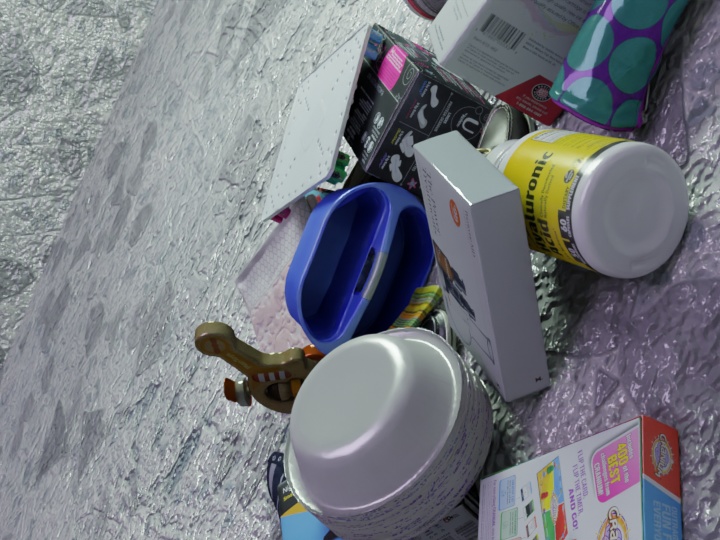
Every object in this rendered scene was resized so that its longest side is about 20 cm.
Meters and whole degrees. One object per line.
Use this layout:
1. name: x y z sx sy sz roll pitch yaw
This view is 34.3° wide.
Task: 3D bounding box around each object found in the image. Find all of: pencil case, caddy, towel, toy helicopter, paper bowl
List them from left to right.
1. toy helicopter: -0.126 0.117 1.381 0.131 0.199 0.080 -26 45 30
2. towel: -0.084 0.034 1.484 0.200 0.032 0.193 -48 55 40
3. caddy: 0.000 0.000 1.297 0.105 0.140 0.203 19 87 67
4. towel: 0.013 0.094 1.230 0.200 0.018 0.086 -49 4 -11
5. paper bowl: 0.014 0.141 1.072 0.199 0.104 0.202 -25 40 23
6. pencil case: 0.251 -0.224 1.047 0.202 0.092 0.085 -65 -9 11

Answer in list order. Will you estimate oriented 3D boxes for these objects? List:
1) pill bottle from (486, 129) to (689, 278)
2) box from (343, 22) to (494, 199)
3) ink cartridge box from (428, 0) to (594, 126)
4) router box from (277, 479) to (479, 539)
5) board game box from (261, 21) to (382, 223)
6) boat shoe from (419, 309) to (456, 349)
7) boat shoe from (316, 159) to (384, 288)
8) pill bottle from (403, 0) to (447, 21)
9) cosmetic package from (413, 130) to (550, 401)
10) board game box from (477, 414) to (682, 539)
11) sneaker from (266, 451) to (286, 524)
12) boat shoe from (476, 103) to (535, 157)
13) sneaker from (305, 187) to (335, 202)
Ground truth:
1. pill bottle: 0.185 -0.065 1.022 0.113 0.110 0.200 -67 25 1
2. box: 0.056 -0.183 1.360 0.133 0.114 0.200 -60 24 17
3. ink cartridge box: 0.183 -0.265 1.141 0.201 0.144 0.083 -52 27 28
4. router box: 0.015 0.226 1.121 0.199 0.051 0.150 -34 36 16
5. board game box: -0.047 -0.169 1.391 0.199 0.026 0.203 -26 46 60
6. boat shoe: 0.039 0.130 1.210 0.202 0.062 0.075 -63 24 8
7. boat shoe: -0.003 -0.055 1.392 0.073 0.064 0.202 81 -151 -62
8. pill bottle: 0.130 -0.358 1.356 0.199 0.110 0.112 9 78 64
9. cosmetic package: 0.109 -0.006 1.057 0.151 0.051 0.202 -127 21 -60
10. board game box: 0.166 0.217 0.917 0.199 0.040 0.155 -34 42 49
11. sneaker: -0.045 0.205 1.304 0.202 0.069 0.109 -64 28 14
12. boat shoe: 0.131 -0.088 1.200 0.071 0.060 0.204 -22 51 56
13. sneaker: -0.061 -0.061 1.535 0.199 0.078 0.097 19 89 65
